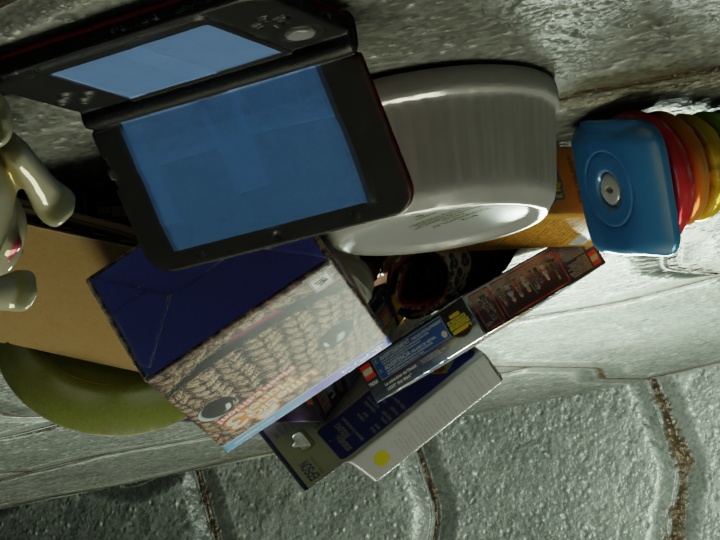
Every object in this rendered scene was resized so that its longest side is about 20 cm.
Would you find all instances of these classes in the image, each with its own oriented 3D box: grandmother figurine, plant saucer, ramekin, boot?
[{"bbox_3d":[0.000,0.000,1.715,0.121,0.060,0.200,-50,180,15],"label":"grandmother figurine"},{"bbox_3d":[-0.204,0.049,1.658,0.199,0.201,0.031,-6,140,-13],"label":"plant saucer"},{"bbox_3d":[0.050,-0.074,1.420,0.201,0.095,0.202,-8,169,-1],"label":"ramekin"},{"bbox_3d":[0.066,-0.002,1.720,0.153,0.074,0.203,-32,175,-42],"label":"boot"}]

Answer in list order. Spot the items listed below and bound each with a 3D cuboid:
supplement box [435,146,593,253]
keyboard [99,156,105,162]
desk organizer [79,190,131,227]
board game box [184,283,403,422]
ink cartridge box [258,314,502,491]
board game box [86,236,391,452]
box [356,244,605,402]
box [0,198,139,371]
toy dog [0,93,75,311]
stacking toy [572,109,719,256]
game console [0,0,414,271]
[{"bbox_3d":[0.148,-0.060,1.632,0.199,0.067,0.069,-4,158,-29],"label":"supplement box"},{"bbox_3d":[-0.095,-0.068,1.481,0.104,0.040,0.199,-11,171,34],"label":"keyboard"},{"bbox_3d":[-0.130,-0.026,1.605,0.199,0.072,0.077,-5,172,-20],"label":"desk organizer"},{"bbox_3d":[-0.079,0.074,1.901,0.199,0.057,0.166,-3,-144,39],"label":"board game box"},{"bbox_3d":[0.015,0.125,1.820,0.200,0.047,0.198,-39,-161,-5],"label":"ink cartridge box"},{"bbox_3d":[-0.085,0.031,1.483,0.159,0.097,0.200,-34,157,1],"label":"board game box"},{"bbox_3d":[0.103,0.036,1.670,0.137,0.040,0.200,-34,175,39],"label":"box"},{"bbox_3d":[-0.238,0.010,1.523,0.162,0.021,0.200,12,149,3],"label":"box"},{"bbox_3d":[-0.280,-0.035,1.254,0.192,0.141,0.200,8,172,8],"label":"toy dog"},{"bbox_3d":[0.274,-0.086,1.567,0.199,0.111,0.116,-16,-170,-27],"label":"stacking toy"},{"bbox_3d":[-0.095,-0.081,1.191,0.199,0.120,0.172,-14,169,26],"label":"game console"}]
